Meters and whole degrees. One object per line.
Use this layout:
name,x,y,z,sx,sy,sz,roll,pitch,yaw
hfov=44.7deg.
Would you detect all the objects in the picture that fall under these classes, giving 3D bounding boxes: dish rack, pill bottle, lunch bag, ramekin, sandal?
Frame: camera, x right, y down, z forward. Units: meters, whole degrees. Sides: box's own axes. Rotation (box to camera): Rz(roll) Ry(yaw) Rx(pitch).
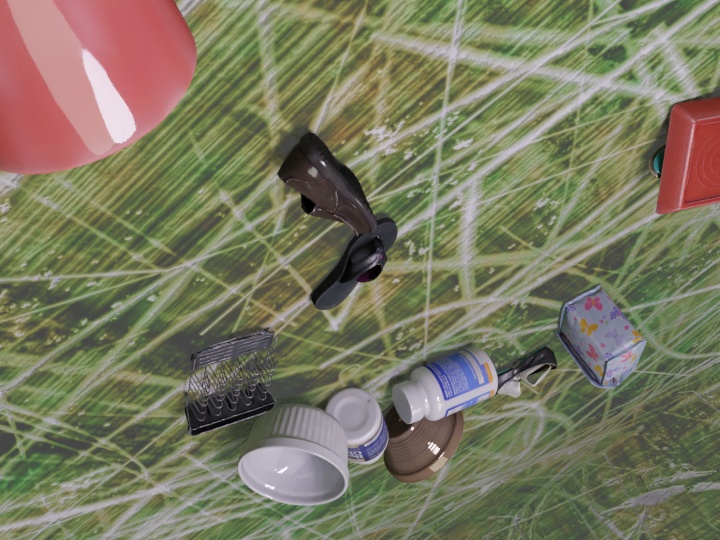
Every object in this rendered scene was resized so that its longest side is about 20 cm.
dish rack,-0.201,0.174,1.381,0.153,0.055,0.200,-16,148,-27
pill bottle,0.168,0.236,1.774,0.199,0.112,0.112,-18,149,-22
pill bottle,-0.003,0.317,1.736,0.111,0.111,0.200,-28,151,-6
lunch bag,0.523,0.160,1.932,0.127,0.170,0.200,-28,152,-8
ramekin,-0.114,0.328,1.581,0.199,0.105,0.201,5,137,5
sandal,0.000,0.000,1.307,0.075,0.048,0.201,-2,140,-42

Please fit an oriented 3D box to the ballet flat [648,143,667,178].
ballet flat,0.583,-0.209,1.530,0.199,0.071,0.071,-25,151,-7

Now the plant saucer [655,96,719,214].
plant saucer,0.606,-0.194,1.483,0.199,0.037,0.201,-11,121,-16

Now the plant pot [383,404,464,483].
plant pot,0.111,0.336,1.840,0.201,0.201,0.093,-39,118,14

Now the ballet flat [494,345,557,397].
ballet flat,0.368,0.246,2.026,0.199,0.069,0.068,-30,153,-1

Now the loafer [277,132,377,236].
loafer,-0.043,-0.099,1.098,0.071,0.073,0.200,-30,144,10

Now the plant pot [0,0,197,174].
plant pot,-0.237,-0.201,0.632,0.200,0.201,0.178,-26,142,-10
